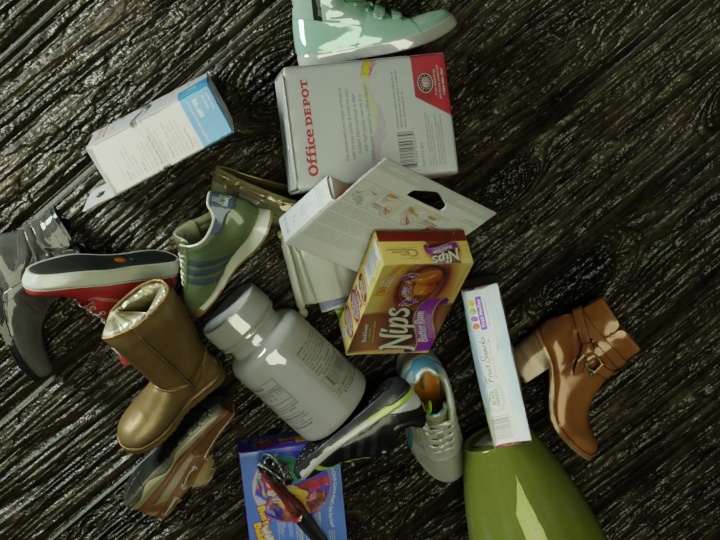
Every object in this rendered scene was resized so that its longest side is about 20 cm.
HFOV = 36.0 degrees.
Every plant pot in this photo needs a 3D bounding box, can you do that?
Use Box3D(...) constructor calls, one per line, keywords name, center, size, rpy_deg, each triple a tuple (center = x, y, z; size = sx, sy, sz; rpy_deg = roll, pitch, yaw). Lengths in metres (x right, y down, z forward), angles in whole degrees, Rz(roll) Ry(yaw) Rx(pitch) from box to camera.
Box3D(name="plant pot", center=(0.214, 0.310, 1.490), size=(0.186, 0.187, 0.201), rpy_deg=(-22, 100, -1))

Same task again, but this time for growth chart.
Box3D(name="growth chart", center=(0.000, 0.000, 1.440), size=(0.199, 0.018, 0.145), rpy_deg=(-9, 112, -5))

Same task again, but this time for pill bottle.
Box3D(name="pill bottle", center=(-0.098, 0.114, 1.412), size=(0.114, 0.114, 0.200), rpy_deg=(-44, 107, 6))

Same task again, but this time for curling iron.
Box3D(name="curling iron", center=(-0.079, 0.320, 1.465), size=(0.026, 0.049, 0.200), rpy_deg=(-42, 119, -28))

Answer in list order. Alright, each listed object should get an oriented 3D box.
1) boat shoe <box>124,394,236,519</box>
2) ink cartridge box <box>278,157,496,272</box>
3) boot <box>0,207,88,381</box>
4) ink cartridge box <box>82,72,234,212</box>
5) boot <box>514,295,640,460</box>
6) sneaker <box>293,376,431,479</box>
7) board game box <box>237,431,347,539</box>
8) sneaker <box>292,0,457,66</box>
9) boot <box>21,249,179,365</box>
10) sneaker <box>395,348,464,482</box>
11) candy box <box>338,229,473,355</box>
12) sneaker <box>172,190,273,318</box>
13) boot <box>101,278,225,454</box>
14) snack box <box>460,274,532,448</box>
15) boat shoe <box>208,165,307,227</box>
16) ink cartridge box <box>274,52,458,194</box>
Box3D(name="boat shoe", center=(-0.228, 0.248, 1.461), size=(0.074, 0.076, 0.200), rpy_deg=(38, 106, -21))
Box3D(name="ink cartridge box", center=(0.033, -0.065, 1.317), size=(0.200, 0.044, 0.173), rpy_deg=(21, 131, -41))
Box3D(name="boot", center=(-0.388, 0.033, 1.376), size=(0.131, 0.070, 0.201), rpy_deg=(-21, 113, -8))
Box3D(name="ink cartridge box", center=(-0.252, -0.154, 1.312), size=(0.199, 0.116, 0.067), rpy_deg=(-28, 108, 0))
Box3D(name="boot", center=(0.311, 0.144, 1.501), size=(0.155, 0.077, 0.200), rpy_deg=(-32, 95, 8))
Box3D(name="sneaker", center=(0.005, 0.222, 1.422), size=(0.200, 0.072, 0.083), rpy_deg=(-38, 100, 12))
Box3D(name="board game box", center=(-0.089, 0.321, 1.510), size=(0.134, 0.045, 0.201), rpy_deg=(-6, 107, -6))
Box3D(name="sneaker", center=(0.014, -0.318, 1.325), size=(0.199, 0.074, 0.119), rpy_deg=(-12, 104, -6))
Box3D(name="boot", center=(-0.318, 0.054, 1.356), size=(0.199, 0.072, 0.145), rpy_deg=(-3, 112, -39))
Box3D(name="sneaker", center=(0.096, 0.203, 1.483), size=(0.076, 0.081, 0.201), rpy_deg=(-20, 109, -4))
Box3D(name="candy box", center=(0.052, 0.030, 1.373), size=(0.116, 0.057, 0.200), rpy_deg=(-1, 143, -18))
Box3D(name="sneaker", center=(-0.192, -0.026, 1.352), size=(0.090, 0.067, 0.200), rpy_deg=(26, 130, -22))
Box3D(name="boot", center=(-0.266, 0.119, 1.359), size=(0.175, 0.066, 0.200), rpy_deg=(-45, 147, -12))
Box3D(name="snack box", center=(0.170, 0.111, 1.409), size=(0.053, 0.142, 0.201), rpy_deg=(-12, 93, 4))
Box3D(name="boat shoe", center=(-0.087, -0.089, 1.379), size=(0.200, 0.073, 0.063), rpy_deg=(7, 110, -2))
Box3D(name="ink cartridge box", center=(0.005, -0.175, 1.333), size=(0.199, 0.083, 0.146), rpy_deg=(-7, 92, -12))
